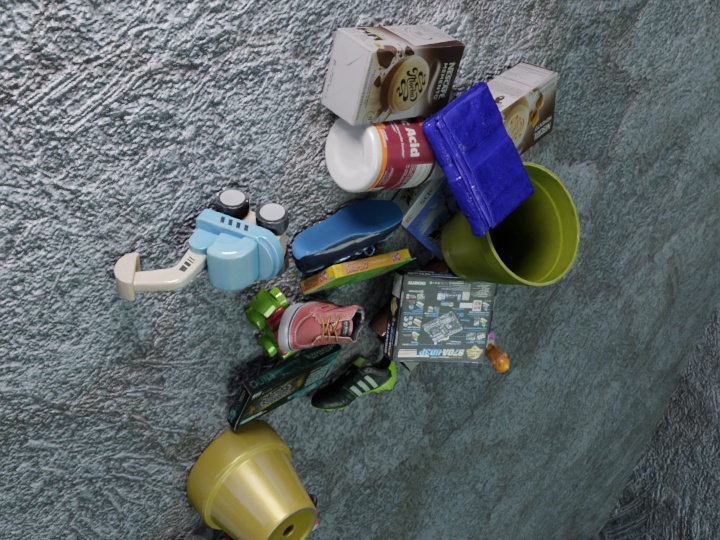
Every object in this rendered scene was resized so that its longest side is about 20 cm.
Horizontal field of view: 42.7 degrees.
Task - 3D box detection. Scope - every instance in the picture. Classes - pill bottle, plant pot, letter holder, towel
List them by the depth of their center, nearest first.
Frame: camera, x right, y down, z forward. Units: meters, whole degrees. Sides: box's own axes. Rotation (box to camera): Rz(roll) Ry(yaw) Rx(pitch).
[{"bbox_3d":[0.051,-0.184,1.414,0.198,0.114,0.116,-11,131,-45],"label":"pill bottle"},{"bbox_3d":[0.188,-0.172,1.414,0.147,0.049,0.203,-38,110,-28],"label":"towel"},{"bbox_3d":[0.238,-0.060,1.577,0.198,0.204,0.192,-28,-176,-30],"label":"plant pot"},{"bbox_3d":[-0.180,0.406,1.640,0.199,0.188,0.203,-31,143,-28],"label":"plant pot"},{"bbox_3d":[0.111,0.068,1.761,0.200,0.142,0.101,-44,115,-6],"label":"letter holder"}]

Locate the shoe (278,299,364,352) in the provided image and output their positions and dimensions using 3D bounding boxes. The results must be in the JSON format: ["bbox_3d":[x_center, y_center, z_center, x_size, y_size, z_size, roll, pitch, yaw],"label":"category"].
[{"bbox_3d":[-0.060,0.089,1.504,0.200,0.089,0.073,-25,119,-69],"label":"shoe"}]

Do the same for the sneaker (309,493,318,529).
[{"bbox_3d":[-0.160,0.491,1.874,0.198,0.076,0.084,8,90,-54],"label":"sneaker"}]

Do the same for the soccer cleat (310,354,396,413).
[{"bbox_3d":[-0.014,0.212,1.771,0.197,0.067,0.083,-16,114,-34],"label":"soccer cleat"}]

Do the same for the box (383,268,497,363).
[{"bbox_3d":[0.147,0.085,1.675,0.196,0.046,0.163,2,103,-23],"label":"box"}]

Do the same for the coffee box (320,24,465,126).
[{"bbox_3d":[0.049,-0.288,1.340,0.198,0.080,0.115,-17,134,-41],"label":"coffee box"}]

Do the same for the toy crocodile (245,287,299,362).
[{"bbox_3d":[-0.136,0.093,1.504,0.067,0.062,0.202,-38,145,-17],"label":"toy crocodile"}]

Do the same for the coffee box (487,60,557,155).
[{"bbox_3d":[0.251,-0.262,1.566,0.199,0.079,0.116,-36,138,-40],"label":"coffee box"}]

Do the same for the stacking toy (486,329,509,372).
[{"bbox_3d":[0.229,0.135,1.857,0.109,0.199,0.118,-2,124,-48],"label":"stacking toy"}]

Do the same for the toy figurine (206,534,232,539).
[{"bbox_3d":[-0.284,0.553,1.707,0.181,0.151,0.202,-2,137,-38],"label":"toy figurine"}]

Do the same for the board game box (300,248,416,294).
[{"bbox_3d":[0.000,0.000,1.564,0.197,0.031,0.095,-10,169,-43],"label":"board game box"}]

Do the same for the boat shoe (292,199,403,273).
[{"bbox_3d":[-0.024,-0.058,1.497,0.196,0.085,0.069,-18,145,-16],"label":"boat shoe"}]

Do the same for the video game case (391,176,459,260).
[{"bbox_3d":[0.151,-0.131,1.648,0.182,0.045,0.199,-52,147,2],"label":"video game case"}]

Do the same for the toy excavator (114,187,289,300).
[{"bbox_3d":[-0.211,-0.018,1.258,0.201,0.191,0.101,-58,161,-45],"label":"toy excavator"}]

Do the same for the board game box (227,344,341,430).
[{"bbox_3d":[-0.133,0.198,1.606,0.198,0.028,0.136,-24,157,-35],"label":"board game box"}]
